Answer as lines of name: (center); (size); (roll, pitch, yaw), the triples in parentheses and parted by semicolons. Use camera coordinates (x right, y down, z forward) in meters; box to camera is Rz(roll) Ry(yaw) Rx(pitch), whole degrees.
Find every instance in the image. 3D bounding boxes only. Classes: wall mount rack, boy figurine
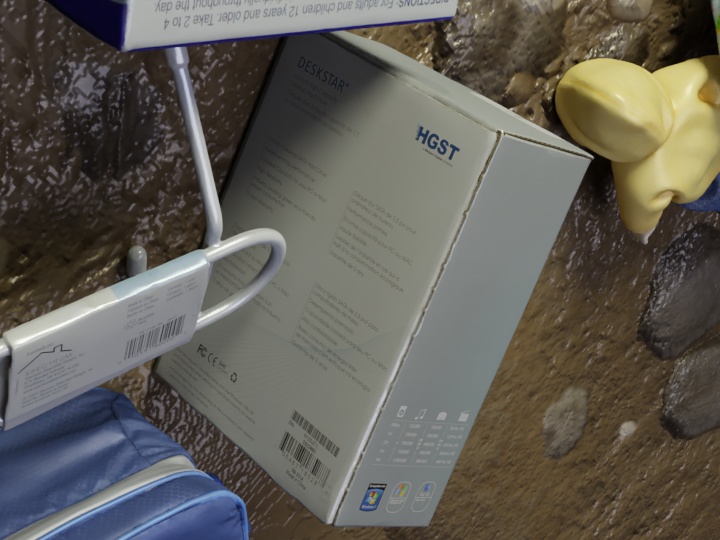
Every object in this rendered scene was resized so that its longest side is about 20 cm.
wall mount rack: (-0.125, -0.009, 0.712); (0.199, 0.075, 0.174); (-26, 154, -31)
boy figurine: (0.190, -0.077, 1.011); (0.199, 0.064, 0.125); (11, 107, -46)

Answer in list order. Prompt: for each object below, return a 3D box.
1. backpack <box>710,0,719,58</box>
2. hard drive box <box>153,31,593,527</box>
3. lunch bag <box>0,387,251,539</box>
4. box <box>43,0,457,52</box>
backpack: (0.297, -0.144, 0.999); (0.200, 0.152, 0.165); (18, 68, -72)
hard drive box: (0.000, 0.000, 0.805); (0.076, 0.155, 0.202); (9, 110, -47)
lunch bag: (-0.140, 0.160, 0.789); (0.199, 0.132, 0.137); (-26, 131, -29)
box: (-0.040, -0.206, 0.671); (0.183, 0.105, 0.202); (-12, 123, -39)
